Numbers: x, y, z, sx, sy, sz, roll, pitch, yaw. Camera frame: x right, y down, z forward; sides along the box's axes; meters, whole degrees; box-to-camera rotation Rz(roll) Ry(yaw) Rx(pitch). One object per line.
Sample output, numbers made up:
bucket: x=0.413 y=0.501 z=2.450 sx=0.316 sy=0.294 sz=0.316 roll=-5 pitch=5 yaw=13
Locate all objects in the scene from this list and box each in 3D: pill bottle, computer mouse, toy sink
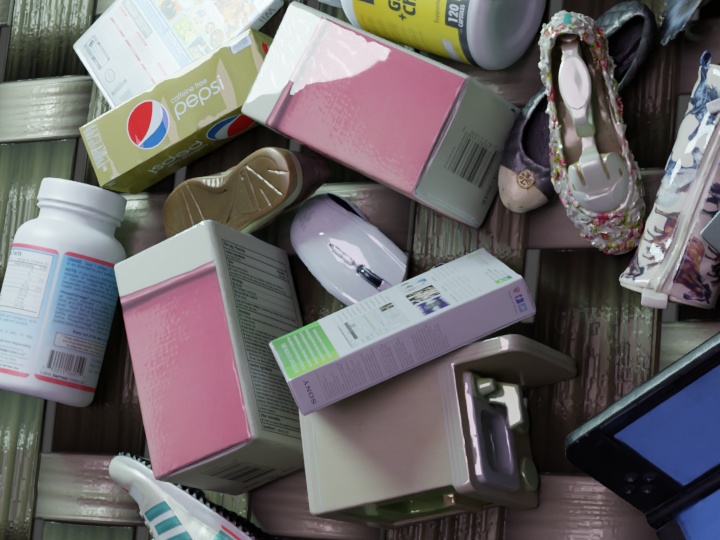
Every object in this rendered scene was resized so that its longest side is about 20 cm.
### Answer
pill bottle: x=0.053 y=-0.248 z=1.556 sx=0.199 sy=0.112 sz=0.113 roll=20 pitch=89 yaw=33
pill bottle: x=-0.281 y=0.021 z=1.693 sx=0.108 sy=0.109 sz=0.201 roll=9 pitch=83 yaw=32
computer mouse: x=0.000 y=0.000 z=1.568 sx=0.200 sy=0.044 sz=0.110 roll=40 pitch=100 yaw=31
toy sink: x=0.070 y=0.137 z=1.443 sx=0.199 sy=0.130 sz=0.113 roll=-16 pitch=70 yaw=26

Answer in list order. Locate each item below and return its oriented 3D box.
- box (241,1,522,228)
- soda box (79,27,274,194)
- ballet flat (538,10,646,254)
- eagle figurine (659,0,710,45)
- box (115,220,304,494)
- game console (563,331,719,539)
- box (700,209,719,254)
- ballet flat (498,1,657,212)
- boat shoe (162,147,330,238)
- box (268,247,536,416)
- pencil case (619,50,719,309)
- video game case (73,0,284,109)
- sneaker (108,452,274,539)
box: x=0.022 y=-0.132 z=1.537 sx=0.199 sy=0.128 sz=0.110 roll=27 pitch=93 yaw=33
soda box: x=-0.157 y=-0.145 z=1.672 sx=0.199 sy=0.068 sz=0.064 roll=-27 pitch=75 yaw=19
ballet flat: x=0.178 y=-0.107 z=1.434 sx=0.075 sy=0.064 sz=0.201 roll=-15 pitch=94 yaw=13
eagle figurine: x=0.317 y=-0.268 z=1.414 sx=0.152 sy=0.150 sz=0.201 roll=-114 pitch=22 yaw=-65
box: x=-0.119 y=0.078 z=1.562 sx=0.108 sy=0.128 sz=0.201 roll=-24 pitch=66 yaw=24
game console: x=0.277 y=0.154 z=1.312 sx=0.200 sy=0.176 sz=0.117 roll=-38 pitch=34 yaw=27
box: x=0.377 y=-0.007 z=1.298 sx=0.149 sy=0.124 sz=0.200 roll=-50 pitch=60 yaw=10
ballet flat: x=0.173 y=-0.137 z=1.484 sx=0.066 sy=0.057 sz=0.201 roll=33 pitch=97 yaw=6
boat shoe: x=-0.103 y=-0.064 z=1.633 sx=0.200 sy=0.072 sz=0.073 roll=-27 pitch=79 yaw=46
box: x=0.030 y=0.046 z=1.437 sx=0.199 sy=0.144 sz=0.037 roll=-22 pitch=102 yaw=-4
pencil case: x=0.266 y=-0.064 z=1.392 sx=0.077 sy=0.089 sz=0.201 roll=22 pitch=96 yaw=27
video game case: x=-0.179 y=-0.237 z=1.748 sx=0.200 sy=0.018 sz=0.144 roll=-43 pitch=60 yaw=15
sneaker: x=-0.163 y=0.236 z=1.592 sx=0.199 sy=0.070 sz=0.094 roll=28 pitch=87 yaw=30
